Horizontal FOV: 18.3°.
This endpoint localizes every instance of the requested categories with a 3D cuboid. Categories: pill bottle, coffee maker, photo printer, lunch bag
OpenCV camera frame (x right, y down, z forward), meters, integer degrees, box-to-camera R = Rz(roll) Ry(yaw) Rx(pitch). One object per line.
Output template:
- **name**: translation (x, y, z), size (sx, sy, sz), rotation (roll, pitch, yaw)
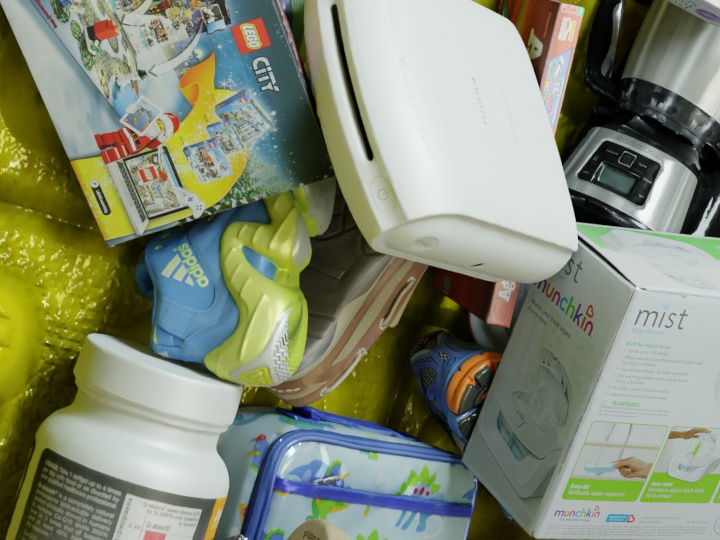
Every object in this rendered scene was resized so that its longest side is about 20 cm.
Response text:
- **pill bottle**: translation (-0.140, 0.145, 1.257), size (0.116, 0.116, 0.201), rotation (15, 95, -44)
- **coffee maker**: translation (0.223, -0.086, 1.495), size (0.192, 0.134, 0.201), rotation (37, 80, -44)
- **photo printer**: translation (0.042, -0.083, 1.267), size (0.200, 0.069, 0.167), rotation (15, 57, -59)
- **lunch bag**: translation (-0.021, 0.170, 1.402), size (0.199, 0.082, 0.162), rotation (16, 91, -46)

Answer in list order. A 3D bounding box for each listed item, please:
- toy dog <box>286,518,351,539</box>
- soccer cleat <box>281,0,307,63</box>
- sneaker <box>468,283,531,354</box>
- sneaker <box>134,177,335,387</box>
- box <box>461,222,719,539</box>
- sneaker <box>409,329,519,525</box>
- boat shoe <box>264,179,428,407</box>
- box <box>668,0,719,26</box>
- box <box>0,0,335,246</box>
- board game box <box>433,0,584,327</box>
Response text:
- **toy dog**: translation (-0.041, 0.227, 1.287), size (0.200, 0.096, 0.132), rotation (-42, 114, -11)
- **soccer cleat**: translation (-0.034, -0.177, 1.289), size (0.201, 0.064, 0.084), rotation (-57, 157, -15)
- **sneaker**: translation (0.174, 0.047, 1.477), size (0.199, 0.088, 0.082), rotation (19, 65, -22)
- **sneaker**: translation (-0.074, -0.028, 1.284), size (0.076, 0.104, 0.201), rotation (83, 14, -52)
- **box**: translation (0.191, 0.073, 1.395), size (0.199, 0.097, 0.177), rotation (4, 115, -34)
- **sneaker**: translation (0.090, 0.098, 1.481), size (0.075, 0.078, 0.200), rotation (-41, 142, -10)
- **boat shoe**: translation (0.000, 0.000, 1.371), size (0.200, 0.076, 0.072), rotation (-48, 145, -20)
- **box**: translation (0.152, -0.215, 1.379), size (0.199, 0.041, 0.039), rotation (27, 85, -12)
- **box**: translation (-0.107, -0.120, 1.196), size (0.136, 0.038, 0.201), rotation (-17, 123, 4)
- **board game box**: translation (0.091, -0.073, 1.402), size (0.019, 0.103, 0.201), rotation (10, 99, -20)
